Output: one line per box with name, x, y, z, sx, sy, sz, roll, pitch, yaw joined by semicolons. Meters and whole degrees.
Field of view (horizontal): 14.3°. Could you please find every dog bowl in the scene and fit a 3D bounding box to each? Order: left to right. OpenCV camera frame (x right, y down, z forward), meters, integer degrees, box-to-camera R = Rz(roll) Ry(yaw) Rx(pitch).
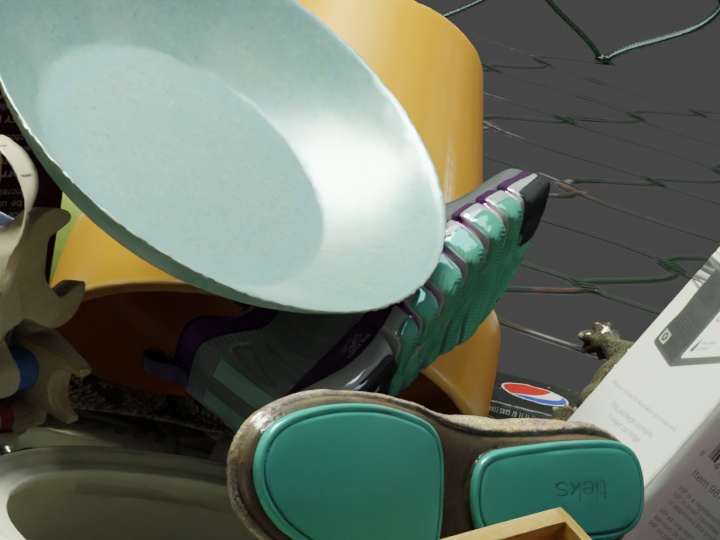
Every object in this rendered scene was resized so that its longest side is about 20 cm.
dog bowl;-0.051;0.130;1.011;0.200;0.074;0.200;14;13;-3

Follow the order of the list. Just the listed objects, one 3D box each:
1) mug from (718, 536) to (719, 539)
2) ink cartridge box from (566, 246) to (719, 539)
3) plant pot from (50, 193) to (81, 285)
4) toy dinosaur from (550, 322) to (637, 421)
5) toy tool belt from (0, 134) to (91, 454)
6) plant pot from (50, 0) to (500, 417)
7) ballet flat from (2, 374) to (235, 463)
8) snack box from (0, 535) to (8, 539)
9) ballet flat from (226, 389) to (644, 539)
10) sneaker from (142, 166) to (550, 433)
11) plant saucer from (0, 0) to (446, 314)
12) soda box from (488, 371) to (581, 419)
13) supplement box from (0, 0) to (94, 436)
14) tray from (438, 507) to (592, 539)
mug;0.256;0.151;1.108;0.177;0.133;0.200;-28;31;-14
ink cartridge box;0.194;0.062;1.214;0.145;0.200;0.084;42;0;-28
plant pot;-0.176;-0.040;1.430;0.190;0.200;0.200;31;17;19
toy dinosaur;0.143;0.054;1.291;0.077;0.200;0.102;50;29;-22
toy tool belt;-0.163;0.022;1.077;0.125;0.200;0.123;28;18;18
plant pot;-0.025;-0.025;1.292;0.200;0.183;0.200;12;-25;6
ballet flat;-0.084;0.085;1.236;0.200;0.068;0.075;11;33;9
snack box;-0.209;0.073;0.938;0.116;0.037;0.200;5;15;-45
ballet flat;0.015;0.080;1.030;0.200;0.068;0.067;11;-8;-42
sneaker;0.000;0.000;1.138;0.088;0.074;0.200;32;42;14
plant saucer;-0.061;-0.049;1.087;0.201;0.039;0.201;26;34;-19
soda box;0.111;0.097;1.386;0.200;0.063;0.071;15;11;-4
supplement box;-0.236;-0.042;1.165;0.197;0.200;0.133;-3;28;-29
tray;0.099;0.166;0.933;0.200;0.037;0.099;47;24;20
